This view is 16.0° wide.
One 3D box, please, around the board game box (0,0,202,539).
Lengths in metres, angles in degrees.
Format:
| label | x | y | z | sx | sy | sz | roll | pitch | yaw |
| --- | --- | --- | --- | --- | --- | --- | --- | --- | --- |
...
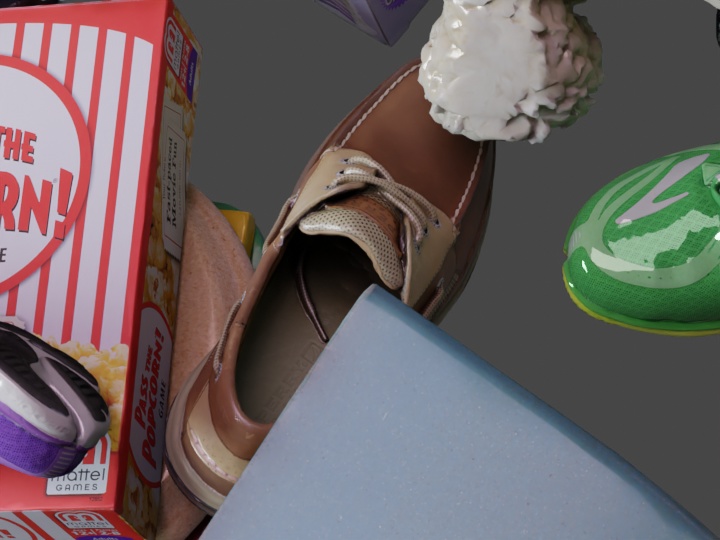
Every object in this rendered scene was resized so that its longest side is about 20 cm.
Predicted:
| label | x | y | z | sx | sy | sz | roll | pitch | yaw |
| --- | --- | --- | --- | --- | --- | --- | --- | --- | --- |
| board game box | -0.143 | 0.001 | 0.938 | 0.151 | 0.046 | 0.201 | -3 | 66 | 15 |

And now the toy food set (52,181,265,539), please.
| label | x | y | z | sx | sy | sz | roll | pitch | yaw |
| --- | --- | --- | --- | --- | --- | --- | --- | --- | --- |
| toy food set | -0.123 | 0.045 | 0.967 | 0.197 | 0.049 | 0.201 | 3 | 67 | 17 |

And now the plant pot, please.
| label | x | y | z | sx | sy | sz | roll | pitch | yaw |
| --- | --- | --- | --- | --- | --- | --- | --- | --- | --- |
| plant pot | 0.056 | 0.130 | 0.827 | 0.199 | 0.141 | 0.142 | 30 | 78 | 17 |

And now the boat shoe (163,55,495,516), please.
| label | x | y | z | sx | sy | sz | roll | pitch | yaw |
| --- | --- | --- | --- | --- | --- | --- | --- | --- | --- |
| boat shoe | 0.000 | 0.000 | 0.914 | 0.075 | 0.074 | 0.201 | 27 | 60 | 0 |

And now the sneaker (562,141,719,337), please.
| label | x | y | z | sx | sy | sz | roll | pitch | yaw |
| --- | --- | --- | --- | --- | --- | --- | --- | --- | --- |
| sneaker | 0.164 | -0.032 | 0.896 | 0.199 | 0.084 | 0.074 | -13 | 64 | 11 |

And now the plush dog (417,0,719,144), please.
| label | x | y | z | sx | sy | sz | roll | pitch | yaw |
| --- | --- | --- | --- | --- | --- | --- | --- | --- | --- |
| plush dog | 0.090 | -0.162 | 0.901 | 0.199 | 0.161 | 0.172 | -24 | 23 | 35 |

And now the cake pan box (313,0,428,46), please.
| label | x | y | z | sx | sy | sz | roll | pitch | yaw |
| --- | --- | --- | --- | --- | --- | --- | --- | --- | --- |
| cake pan box | -0.004 | -0.210 | 1.046 | 0.184 | 0.052 | 0.200 | 35 | 80 | 29 |

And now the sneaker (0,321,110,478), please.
| label | x | y | z | sx | sy | sz | roll | pitch | yaw |
| --- | --- | --- | --- | --- | --- | --- | --- | --- | --- |
| sneaker | -0.174 | 0.046 | 0.872 | 0.199 | 0.081 | 0.084 | 10 | 86 | 27 |

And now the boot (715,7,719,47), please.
| label | x | y | z | sx | sy | sz | roll | pitch | yaw |
| --- | --- | --- | --- | --- | --- | --- | --- | --- | --- |
| boot | 0.160 | -0.158 | 0.970 | 0.090 | 0.073 | 0.201 | 17 | 64 | 30 |
